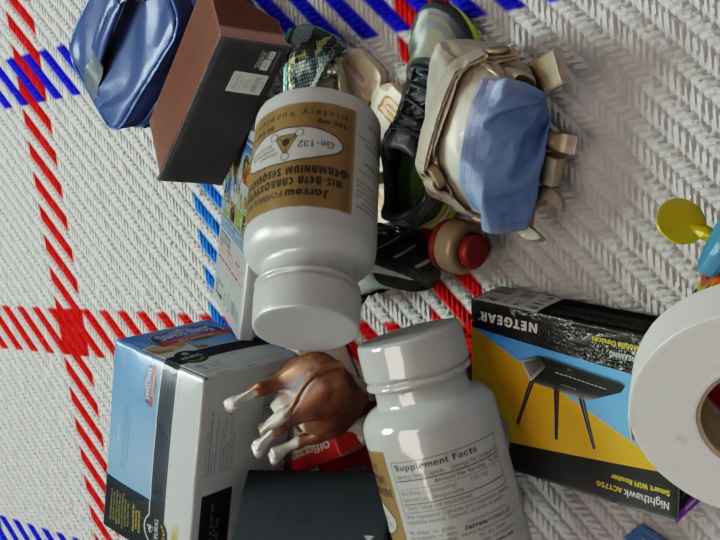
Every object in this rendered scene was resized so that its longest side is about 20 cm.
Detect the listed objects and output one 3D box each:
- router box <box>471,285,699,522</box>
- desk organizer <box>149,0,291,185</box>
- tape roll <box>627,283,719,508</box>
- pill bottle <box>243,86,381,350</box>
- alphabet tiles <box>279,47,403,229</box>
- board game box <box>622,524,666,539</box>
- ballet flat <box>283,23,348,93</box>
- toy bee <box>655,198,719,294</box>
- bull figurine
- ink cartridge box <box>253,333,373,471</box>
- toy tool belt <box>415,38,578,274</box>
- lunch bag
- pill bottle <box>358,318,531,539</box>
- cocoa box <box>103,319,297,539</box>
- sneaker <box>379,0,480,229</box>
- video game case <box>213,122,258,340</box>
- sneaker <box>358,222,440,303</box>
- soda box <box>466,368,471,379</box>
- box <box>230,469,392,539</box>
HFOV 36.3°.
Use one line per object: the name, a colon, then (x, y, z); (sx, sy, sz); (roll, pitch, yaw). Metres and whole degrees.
router box: (0.185, 0.104, 0.909); (0.198, 0.051, 0.151); (11, 111, 41)
desk organizer: (-0.142, -0.177, 1.058); (0.201, 0.071, 0.078); (-54, 43, 45)
tape roll: (0.285, 0.093, 0.755); (0.200, 0.037, 0.205); (11, 131, 13)
pill bottle: (-0.041, -0.042, 0.928); (0.114, 0.114, 0.203); (-26, 52, 43)
alphabet tiles: (-0.017, -0.109, 1.068); (0.196, 0.015, 0.201); (48, 129, 20)
board game box: (0.284, 0.324, 0.886); (0.199, 0.036, 0.153); (28, 118, 34)
ballet flat: (-0.045, -0.128, 1.038); (0.074, 0.074, 0.203); (26, 122, 35)
toy bee: (0.286, -0.025, 0.757); (0.131, 0.109, 0.200); (41, 136, -6)
bull figurine: (-0.041, 0.126, 0.993); (0.120, 0.200, 0.066); (-30, 65, -1)
ink cartridge box: (-0.056, 0.140, 1.133); (0.116, 0.067, 0.202); (-30, 81, 43)
toy tool belt: (0.112, -0.082, 0.883); (0.122, 0.124, 0.203); (22, 116, 46)
lunch bag: (-0.209, -0.245, 1.131); (0.137, 0.131, 0.200); (54, 131, 18)
pill bottle: (0.065, 0.149, 0.912); (0.113, 0.114, 0.203); (-12, 95, 44)
cocoa box: (-0.161, 0.168, 1.086); (0.130, 0.133, 0.203); (17, 107, 36)
sneaker: (0.058, -0.128, 0.940); (0.073, 0.081, 0.203); (12, 108, 28)
video game case: (-0.121, -0.047, 1.121); (0.143, 0.018, 0.203); (-137, 52, -66)
sneaker: (0.000, 0.000, 1.035); (0.199, 0.074, 0.080); (8, 117, 46)
soda box: (0.076, 0.191, 1.024); (0.063, 0.068, 0.203); (-7, 95, 43)
box: (-0.033, 0.295, 1.048); (0.146, 0.105, 0.202); (0, 127, 8)
